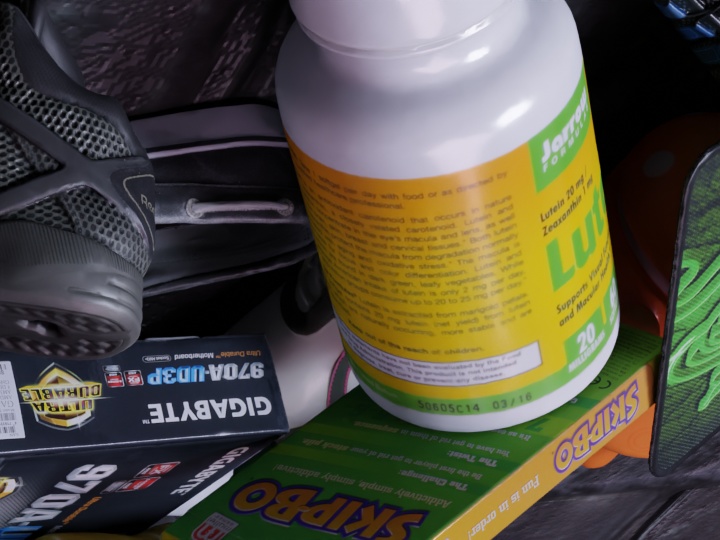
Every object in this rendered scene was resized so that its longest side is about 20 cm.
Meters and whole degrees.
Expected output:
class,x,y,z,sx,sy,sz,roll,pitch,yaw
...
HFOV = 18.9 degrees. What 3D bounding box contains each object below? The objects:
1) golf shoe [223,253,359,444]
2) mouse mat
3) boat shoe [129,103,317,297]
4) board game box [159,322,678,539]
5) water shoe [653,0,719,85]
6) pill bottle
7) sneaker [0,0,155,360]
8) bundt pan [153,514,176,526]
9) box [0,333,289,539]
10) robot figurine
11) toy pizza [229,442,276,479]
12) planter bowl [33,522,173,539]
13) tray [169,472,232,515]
class,x,y,z,sx,sy,sz,roll,pitch,yaw
golf shoe,0.000,0.000,0.941,0.200,0.077,0.088,-33,135,5
mouse mat,0.185,-0.018,0.887,0.200,0.008,0.161,-31,138,-35
boat shoe,-0.110,-0.008,0.835,0.199,0.068,0.074,-10,148,-22
board game box,0.024,0.072,0.839,0.200,0.095,0.030,-32,126,-33
water shoe,0.158,-0.107,0.851,0.071,0.079,0.200,-33,149,17
pill bottle,0.031,-0.046,0.797,0.111,0.111,0.200,-20,132,-6
sneaker,-0.166,-0.039,0.755,0.199,0.115,0.076,6,155,4
bundt pan,-0.148,0.189,1.125,0.201,0.076,0.202,-17,151,-10
box,-0.146,0.083,0.894,0.158,0.046,0.200,-2,159,-33
robot figurine,0.144,0.006,0.993,0.143,0.117,0.200,4,142,-31
toy pizza,-0.012,0.095,0.953,0.200,0.200,0.032,-36,110,21
planter bowl,-0.126,0.171,0.891,0.083,0.201,0.200,37,121,-21
tray,-0.093,0.081,1.042,0.200,0.022,0.107,8,139,-43
